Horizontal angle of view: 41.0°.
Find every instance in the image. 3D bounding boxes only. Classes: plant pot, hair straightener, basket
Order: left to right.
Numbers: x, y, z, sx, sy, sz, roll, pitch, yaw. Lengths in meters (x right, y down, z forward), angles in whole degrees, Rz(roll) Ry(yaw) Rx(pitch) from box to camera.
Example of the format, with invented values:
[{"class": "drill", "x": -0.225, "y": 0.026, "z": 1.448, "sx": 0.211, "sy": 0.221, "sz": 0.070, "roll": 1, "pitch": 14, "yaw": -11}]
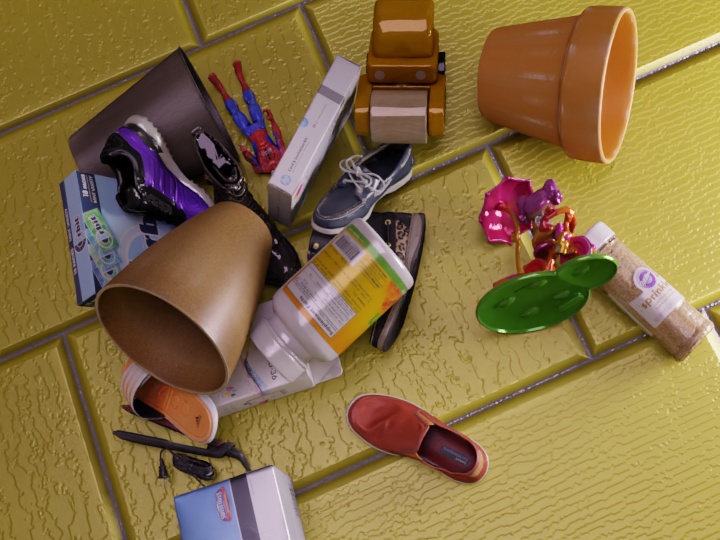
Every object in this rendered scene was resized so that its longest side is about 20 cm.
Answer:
[{"class": "basket", "x": -0.296, "y": -0.185, "z": 1.359, "sx": 0.198, "sy": 0.136, "sz": 0.183, "roll": -29, "pitch": 88, "yaw": 1}, {"class": "hair straightener", "x": -0.237, "y": 0.244, "z": 1.268, "sx": 0.196, "sy": 0.041, "sz": 0.078, "roll": 19, "pitch": 75, "yaw": 7}, {"class": "plant pot", "x": -0.196, "y": 0.015, "z": 1.192, "sx": 0.183, "sy": 0.188, "sz": 0.202, "roll": 21, "pitch": 53, "yaw": 12}, {"class": "plant pot", "x": 0.262, "y": -0.256, "z": 1.304, "sx": 0.180, "sy": 0.200, "sz": 0.204, "roll": 11, "pitch": 73, "yaw": 26}]

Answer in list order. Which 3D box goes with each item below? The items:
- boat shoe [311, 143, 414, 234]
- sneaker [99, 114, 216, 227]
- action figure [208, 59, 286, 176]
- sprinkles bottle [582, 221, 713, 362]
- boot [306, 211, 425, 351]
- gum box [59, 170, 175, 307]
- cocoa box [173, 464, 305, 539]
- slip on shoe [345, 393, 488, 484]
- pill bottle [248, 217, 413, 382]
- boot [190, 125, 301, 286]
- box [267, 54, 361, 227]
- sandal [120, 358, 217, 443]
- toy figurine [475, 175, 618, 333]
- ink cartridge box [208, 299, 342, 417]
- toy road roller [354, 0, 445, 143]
[{"class": "boat shoe", "x": 0.006, "y": -0.119, "z": 1.301, "sx": 0.074, "sy": 0.063, "sz": 0.199, "roll": 35, "pitch": 52, "yaw": 27}, {"class": "sneaker", "x": -0.269, "y": -0.095, "z": 1.263, "sx": 0.201, "sy": 0.069, "sz": 0.100, "roll": 53, "pitch": 46, "yaw": -13}, {"class": "action figure", "x": -0.159, "y": -0.217, "z": 1.374, "sx": 0.064, "sy": 0.099, "sz": 0.202, "roll": -28, "pitch": 74, "yaw": -3}, {"class": "sprinkles bottle", "x": 0.363, "y": 0.027, "z": 1.256, "sx": 0.068, "sy": 0.068, "sz": 0.200, "roll": -42, "pitch": 74, "yaw": -8}, {"class": "boot", "x": 0.000, "y": 0.000, "z": 1.298, "sx": 0.148, "sy": 0.073, "sz": 0.204, "roll": 13, "pitch": 70, "yaw": 8}, {"class": "gum box", "x": -0.292, "y": -0.032, "z": 1.279, "sx": 0.044, "sy": 0.198, "sz": 0.173, "roll": -28, "pitch": 66, "yaw": 35}, {"class": "cocoa box", "x": -0.132, "y": 0.358, "z": 1.165, "sx": 0.129, "sy": 0.134, "sz": 0.204, "roll": -17, "pitch": 71, "yaw": 1}, {"class": "slip on shoe", "x": 0.071, "y": 0.211, "z": 1.231, "sx": 0.197, "sy": 0.061, "sz": 0.075, "roll": 24, "pitch": 78, "yaw": 14}, {"class": "pill bottle", "x": -0.039, "y": 0.041, "z": 1.197, "sx": 0.200, "sy": 0.111, "sz": 0.111, "roll": -42, "pitch": 73, "yaw": -2}, {"class": "boot", "x": -0.157, "y": -0.081, "z": 1.285, "sx": 0.069, "sy": 0.175, "sz": 0.201, "roll": -37, "pitch": 73, "yaw": -11}, {"class": "box", "x": -0.065, "y": -0.172, "z": 1.314, "sx": 0.041, "sy": 0.156, "sz": 0.203, "roll": 25, "pitch": 77, "yaw": 1}, {"class": "sandal", "x": -0.260, "y": 0.156, "z": 1.237, "sx": 0.205, "sy": 0.059, "sz": 0.081, "roll": 25, "pitch": 103, "yaw": 41}, {"class": "toy figurine", "x": 0.225, "y": -0.046, "z": 1.252, "sx": 0.199, "sy": 0.148, "sz": 0.187, "roll": -34, "pitch": 51, "yaw": 37}, {"class": "ink cartridge box", "x": -0.133, "y": 0.110, "z": 1.278, "sx": 0.196, "sy": 0.068, "sz": 0.118, "roll": -18, "pitch": 71, "yaw": 0}, {"class": "toy road roller", "x": 0.057, "y": -0.281, "z": 1.321, "sx": 0.120, "sy": 0.148, "sz": 0.202, "roll": 1, "pitch": 43, "yaw": 6}]
